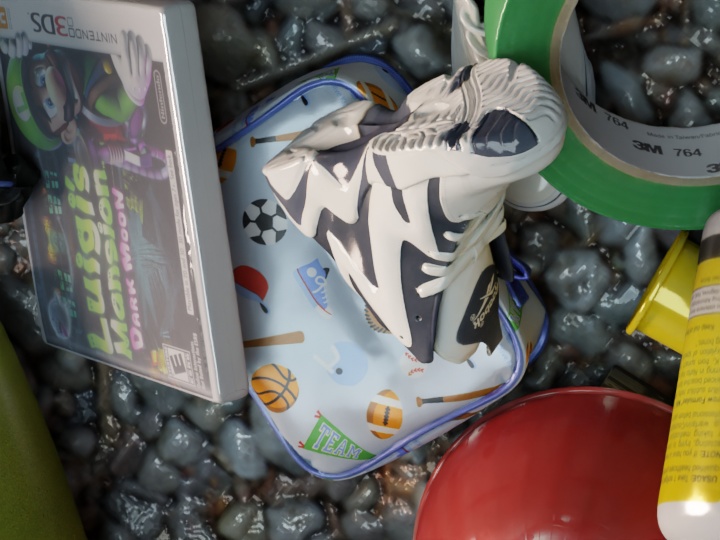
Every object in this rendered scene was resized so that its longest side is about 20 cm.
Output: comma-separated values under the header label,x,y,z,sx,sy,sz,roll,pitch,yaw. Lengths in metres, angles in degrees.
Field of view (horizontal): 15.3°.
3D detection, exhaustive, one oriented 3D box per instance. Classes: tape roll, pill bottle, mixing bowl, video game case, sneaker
label,x,y,z,sx,sy,sz,roll,pitch,yaw
tape roll,0.159,-0.114,1.242,0.200,0.048,0.201,-2,125,-3
pill bottle,0.198,0.078,1.223,0.114,0.114,0.200,8,78,15
mixing bowl,0.107,0.168,1.307,0.200,0.108,0.200,5,109,16
video game case,-0.126,-0.044,1.359,0.182,0.023,0.200,14,117,54
sneaker,0.049,-0.018,1.238,0.199,0.079,0.130,-13,116,50
sneaker,0.069,-0.122,1.300,0.073,0.071,0.200,-3,105,19

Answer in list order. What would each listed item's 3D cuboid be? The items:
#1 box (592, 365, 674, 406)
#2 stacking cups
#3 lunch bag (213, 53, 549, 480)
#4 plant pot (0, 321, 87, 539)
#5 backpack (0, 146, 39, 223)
label,x,y,z,sx,sy,sz,roll,pitch,yaw
box,0.146,0.173,1.381,0.158,0.050,0.200,32,114,6
stacking cups,0.232,0.050,1.314,0.200,0.061,0.061,28,113,4
lunch bag,0.000,0.000,1.362,0.160,0.076,0.200,-31,95,21
plant pot,-0.244,0.105,1.423,0.200,0.200,0.193,-8,92,20
backpack,-0.306,-0.066,1.384,0.200,0.183,0.147,-26,72,29
